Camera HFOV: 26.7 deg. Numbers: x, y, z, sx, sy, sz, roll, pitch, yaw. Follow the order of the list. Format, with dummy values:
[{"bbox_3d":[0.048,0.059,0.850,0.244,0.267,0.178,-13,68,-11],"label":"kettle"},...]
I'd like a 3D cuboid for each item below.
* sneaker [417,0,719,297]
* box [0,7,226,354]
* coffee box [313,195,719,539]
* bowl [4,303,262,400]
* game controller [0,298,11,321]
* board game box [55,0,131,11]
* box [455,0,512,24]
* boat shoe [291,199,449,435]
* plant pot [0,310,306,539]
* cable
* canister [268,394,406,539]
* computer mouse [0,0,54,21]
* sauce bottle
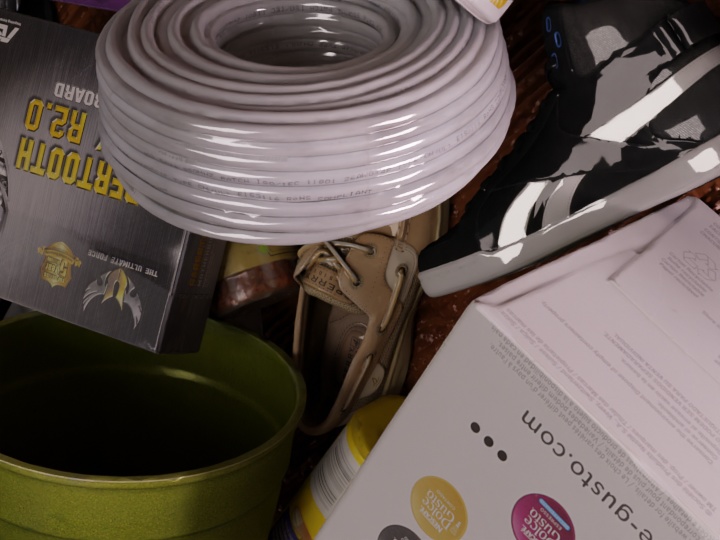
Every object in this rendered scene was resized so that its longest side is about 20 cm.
[{"bbox_3d":[0.097,-0.070,0.748,0.199,0.073,0.113,-26,85,33],"label":"sneaker"},{"bbox_3d":[-0.164,-0.057,0.862,0.198,0.048,0.160,18,95,25],"label":"box"},{"bbox_3d":[0.127,0.120,0.696,0.200,0.199,0.199,45,128,18],"label":"coffee box"},{"bbox_3d":[-0.165,0.033,0.970,0.199,0.090,0.204,14,113,35],"label":"bowl"},{"bbox_3d":[-0.216,-0.041,0.956,0.104,0.042,0.201,33,95,48],"label":"game controller"},{"bbox_3d":[-0.107,-0.197,0.830,0.198,0.032,0.121,12,129,15],"label":"board game box"},{"bbox_3d":[0.065,-0.225,0.646,0.112,0.101,0.201,41,100,20],"label":"box"},{"bbox_3d":[0.000,0.000,0.845,0.071,0.064,0.202,21,117,31],"label":"boat shoe"},{"bbox_3d":[-0.137,0.148,0.848,0.199,0.200,0.195,21,117,31],"label":"plant pot"},{"bbox_3d":[-0.025,-0.089,0.713,0.201,0.197,0.070,-117,20,-54],"label":"cable"},{"bbox_3d":[0.005,0.189,0.891,0.149,0.086,0.201,47,126,17],"label":"canister"},{"bbox_3d":[-0.267,-0.211,0.997,0.139,0.046,0.203,10,111,34],"label":"computer mouse"},{"bbox_3d":[-0.089,-0.074,0.888,0.066,0.066,0.202,-23,84,40],"label":"sauce bottle"}]
